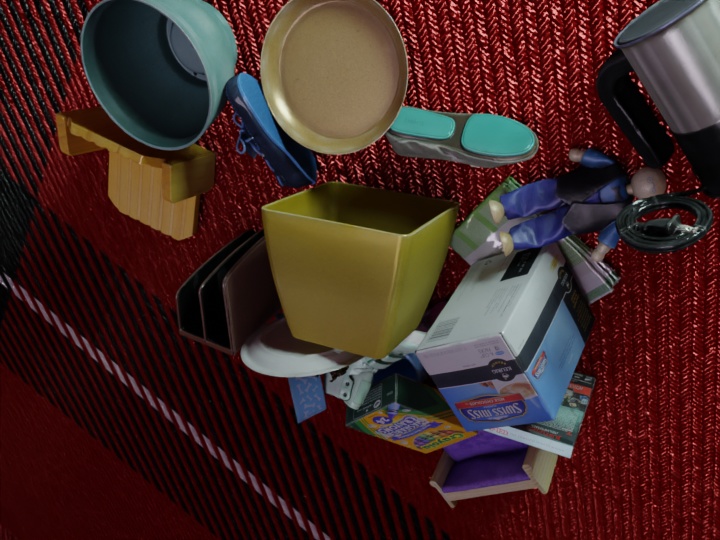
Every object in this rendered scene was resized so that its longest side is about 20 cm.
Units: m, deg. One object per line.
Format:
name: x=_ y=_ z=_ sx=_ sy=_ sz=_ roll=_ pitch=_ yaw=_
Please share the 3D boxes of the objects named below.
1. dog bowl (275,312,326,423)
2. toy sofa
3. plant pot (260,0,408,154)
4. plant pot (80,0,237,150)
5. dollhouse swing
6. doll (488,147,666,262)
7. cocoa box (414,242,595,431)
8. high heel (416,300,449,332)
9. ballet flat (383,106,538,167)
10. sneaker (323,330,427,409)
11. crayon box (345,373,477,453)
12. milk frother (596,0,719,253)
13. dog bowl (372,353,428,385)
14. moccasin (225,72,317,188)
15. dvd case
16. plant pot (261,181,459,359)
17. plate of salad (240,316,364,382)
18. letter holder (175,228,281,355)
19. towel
dog bowl: x=-0.093 y=0.144 z=1.209 sx=0.049 sy=0.201 sz=0.112 roll=-12 pitch=128 yaw=-6
toy sofa: x=0.204 y=0.307 z=1.242 sx=0.199 sy=0.083 sz=0.098 roll=-24 pitch=111 yaw=40
plant pot: x=-0.031 y=-0.247 z=0.963 sx=0.198 sy=0.027 sz=0.202 roll=6 pitch=108 yaw=20
plant pot: x=-0.245 y=-0.281 z=1.024 sx=0.198 sy=0.134 sz=0.202 roll=16 pitch=131 yaw=19
dollhouse swing: x=-0.349 y=-0.131 z=1.187 sx=0.199 sy=0.182 sz=0.177 roll=25 pitch=113 yaw=11
doll: x=0.259 y=-0.075 z=0.917 sx=0.198 sy=0.048 sz=0.138 roll=-18 pitch=89 yaw=18
cocoa box: x=0.186 y=0.080 z=0.963 sx=0.133 sy=0.200 sz=0.132 roll=-18 pitch=112 yaw=41
high heel: x=0.157 y=0.138 z=1.148 sx=0.096 sy=0.067 sz=0.201 roll=-20 pitch=109 yaw=50
ballet flat: x=0.124 y=-0.160 z=0.960 sx=0.198 sy=0.068 sz=0.064 roll=15 pitch=157 yaw=22
sneaker: x=0.027 y=0.143 z=1.124 sx=0.199 sy=0.120 sz=0.073 roll=-6 pitch=165 yaw=40
crayon box: x=0.092 y=0.231 z=1.209 sx=0.199 sy=0.052 sz=0.125 roll=24 pitch=142 yaw=-29
milk frother: x=0.310 y=-0.146 z=0.756 sx=0.180 sy=0.200 sz=0.189 roll=-25 pitch=109 yaw=45
dog bowl: x=0.022 y=0.140 z=1.235 sx=0.198 sy=0.050 sz=0.112 roll=1 pitch=124 yaw=29
moccasin: x=-0.129 y=-0.172 z=1.037 sx=0.068 sy=0.081 sz=0.200 roll=-14 pitch=136 yaw=21
dvd case: x=0.231 y=0.173 z=1.046 sx=0.145 sy=0.200 sz=0.022 roll=15 pitch=112 yaw=19
plant pot: x=0.000 y=0.000 z=1.015 sx=0.198 sy=0.200 sz=0.178 roll=12 pitch=110 yaw=22
plate of salad: x=-0.068 y=0.106 z=1.081 sx=0.198 sy=0.200 sz=0.049 roll=5 pitch=114 yaw=27
letter holder: x=-0.175 y=0.001 z=1.148 sx=0.100 sy=0.200 sz=0.143 roll=18 pitch=129 yaw=22
towel: x=0.221 y=-0.012 z=1.026 sx=0.200 sy=0.031 sz=0.149 roll=41 pitch=133 yaw=-3
